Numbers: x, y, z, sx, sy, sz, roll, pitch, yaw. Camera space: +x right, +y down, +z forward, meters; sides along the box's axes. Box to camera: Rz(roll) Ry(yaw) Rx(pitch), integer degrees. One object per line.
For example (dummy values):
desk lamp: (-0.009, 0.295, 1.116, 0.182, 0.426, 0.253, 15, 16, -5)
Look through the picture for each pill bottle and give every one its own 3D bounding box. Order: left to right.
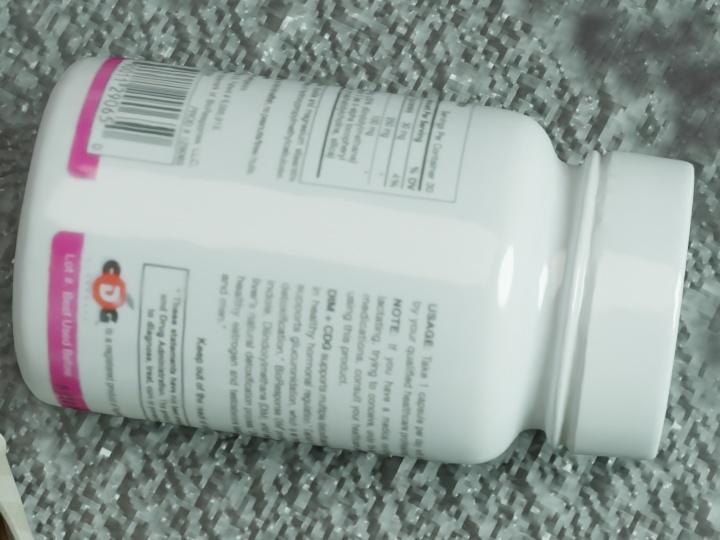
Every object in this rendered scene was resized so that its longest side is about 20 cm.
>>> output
pill bottle: (0.000, 0.000, 0.788, 0.200, 0.113, 0.113, 8, 70, 5)

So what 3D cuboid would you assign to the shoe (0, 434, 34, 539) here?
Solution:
shoe: (-0.126, 0.111, 0.758, 0.070, 0.053, 0.200, -14, 54, -9)
